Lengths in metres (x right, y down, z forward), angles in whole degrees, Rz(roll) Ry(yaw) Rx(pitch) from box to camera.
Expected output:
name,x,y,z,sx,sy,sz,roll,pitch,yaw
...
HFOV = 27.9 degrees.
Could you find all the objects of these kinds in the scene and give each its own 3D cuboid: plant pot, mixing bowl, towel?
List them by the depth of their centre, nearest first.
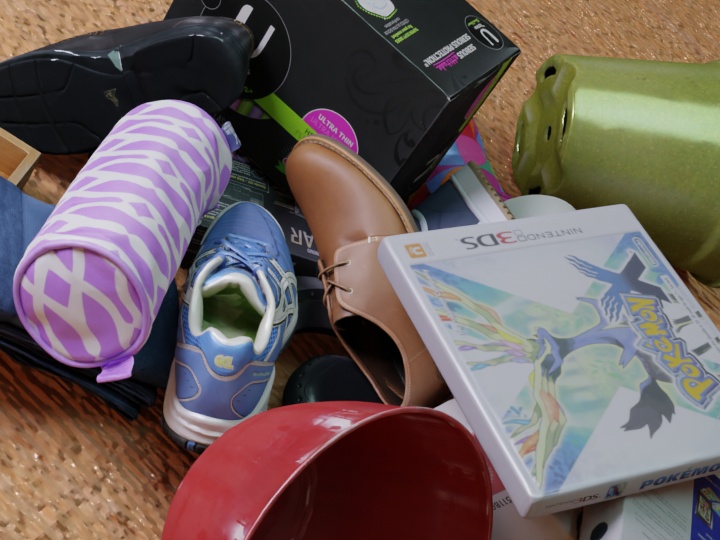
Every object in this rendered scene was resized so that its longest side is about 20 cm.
name,x,y,z,sx,sy,sz,roll,pitch,yaw
mixing bowl,-0.033,0.150,0.778,0.199,0.202,0.108,-11,24,-42
towel,-0.192,0.005,0.844,0.199,0.048,0.112,30,35,-36
plant pot,0.231,-0.097,1.205,0.182,0.201,0.202,9,46,-14

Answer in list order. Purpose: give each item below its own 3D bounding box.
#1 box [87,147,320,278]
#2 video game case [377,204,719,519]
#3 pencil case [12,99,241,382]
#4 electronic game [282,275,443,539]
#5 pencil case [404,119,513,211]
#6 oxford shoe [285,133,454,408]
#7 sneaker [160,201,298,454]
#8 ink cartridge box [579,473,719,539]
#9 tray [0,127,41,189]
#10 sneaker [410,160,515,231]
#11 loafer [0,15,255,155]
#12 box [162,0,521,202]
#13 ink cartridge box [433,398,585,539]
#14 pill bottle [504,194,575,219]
name,x,y,z,sx,sy,sz,roll,pitch,yaw
box,-0.092,-0.068,1.028,0.198,0.044,0.161,17,44,-23
video game case,0.128,0.043,0.847,0.181,0.022,0.201,-8,49,-25
pencil case,-0.132,-0.025,0.840,0.200,0.083,0.086,-68,145,-58
electronic game,-0.015,0.093,0.932,0.199,0.042,0.202,21,49,-26
pencil case,0.058,-0.105,1.147,0.088,0.089,0.201,7,50,-31
oxford shoe,0.000,0.000,0.934,0.071,0.071,0.201,-19,72,-40
sneaker,-0.069,0.018,0.861,0.075,0.078,0.201,11,37,-8
ink cartridge box,0.171,0.151,0.821,0.099,0.039,0.201,42,38,-18
tray,-0.279,-0.031,0.861,0.098,0.037,0.201,32,41,-7
sneaker,0.074,0.020,0.967,0.070,0.108,0.201,50,10,-42
loafer,-0.161,-0.124,0.953,0.198,0.073,0.072,-5,26,15
box,-0.020,-0.150,1.008,0.200,0.149,0.124,42,37,8
ink cartridge box,0.109,0.168,0.872,0.200,0.116,0.068,48,44,-9
pill bottle,0.137,0.051,1.030,0.112,0.114,0.201,12,46,-27
